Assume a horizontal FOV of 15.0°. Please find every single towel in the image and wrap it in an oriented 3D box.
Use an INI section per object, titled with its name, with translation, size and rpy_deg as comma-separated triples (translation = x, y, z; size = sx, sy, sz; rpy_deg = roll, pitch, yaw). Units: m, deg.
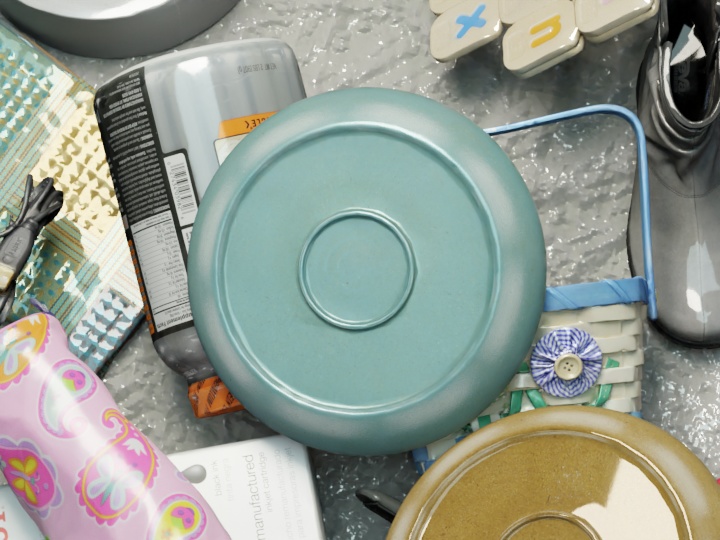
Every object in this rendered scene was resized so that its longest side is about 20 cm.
[towel]
translation = -0.193, -0.045, 1.646
size = 0.200, 0.022, 0.147
rpy_deg = 36, 80, 11

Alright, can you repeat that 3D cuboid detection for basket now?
[basket]
translation = 0.086, 0.014, 1.545
size = 0.176, 0.139, 0.201
rpy_deg = -10, 82, 1

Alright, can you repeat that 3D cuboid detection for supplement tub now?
[supplement tub]
translation = -0.073, -0.023, 1.567
size = 0.122, 0.123, 0.200
rpy_deg = -15, 86, -1

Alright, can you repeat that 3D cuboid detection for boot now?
[boot]
translation = 0.186, -0.064, 1.566
size = 0.070, 0.132, 0.201
rpy_deg = -7, 73, 0

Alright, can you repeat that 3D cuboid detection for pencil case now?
[pencil case]
translation = -0.142, 0.114, 1.475
size = 0.087, 0.087, 0.200
rpy_deg = -38, 71, -8

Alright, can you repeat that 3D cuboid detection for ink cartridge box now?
[ink cartridge box]
translation = -0.114, 0.184, 1.537
size = 0.199, 0.086, 0.147
rpy_deg = -10, 72, -1

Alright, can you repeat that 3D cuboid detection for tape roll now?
[tape roll]
translation = -0.152, -0.235, 1.677
size = 0.200, 0.066, 0.201
rpy_deg = -1, 72, 4

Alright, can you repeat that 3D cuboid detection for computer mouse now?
[computer mouse]
translation = -0.268, 0.007, 1.600
size = 0.200, 0.044, 0.110
rpy_deg = -12, 41, 25

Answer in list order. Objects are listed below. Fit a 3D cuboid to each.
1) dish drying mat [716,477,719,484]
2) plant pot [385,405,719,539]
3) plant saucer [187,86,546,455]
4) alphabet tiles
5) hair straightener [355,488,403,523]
[dish drying mat]
translation = 0.227, 0.147, 1.542
size = 0.200, 0.018, 0.077
rpy_deg = -27, 76, -13
[plant pot]
translation = 0.099, 0.159, 1.426
size = 0.200, 0.027, 0.200
rpy_deg = -8, 63, 16
[plant saucer]
translation = 0.000, 0.000, 1.476
size = 0.200, 0.027, 0.201
rpy_deg = 0, 89, 11
[alphabet tiles]
translation = 0.124, -0.199, 1.611
size = 0.195, 0.015, 0.200
rpy_deg = -27, 41, 24
[hair straightener]
translation = 0.087, 0.163, 1.531
size = 0.200, 0.041, 0.077
rpy_deg = 23, 80, -6
